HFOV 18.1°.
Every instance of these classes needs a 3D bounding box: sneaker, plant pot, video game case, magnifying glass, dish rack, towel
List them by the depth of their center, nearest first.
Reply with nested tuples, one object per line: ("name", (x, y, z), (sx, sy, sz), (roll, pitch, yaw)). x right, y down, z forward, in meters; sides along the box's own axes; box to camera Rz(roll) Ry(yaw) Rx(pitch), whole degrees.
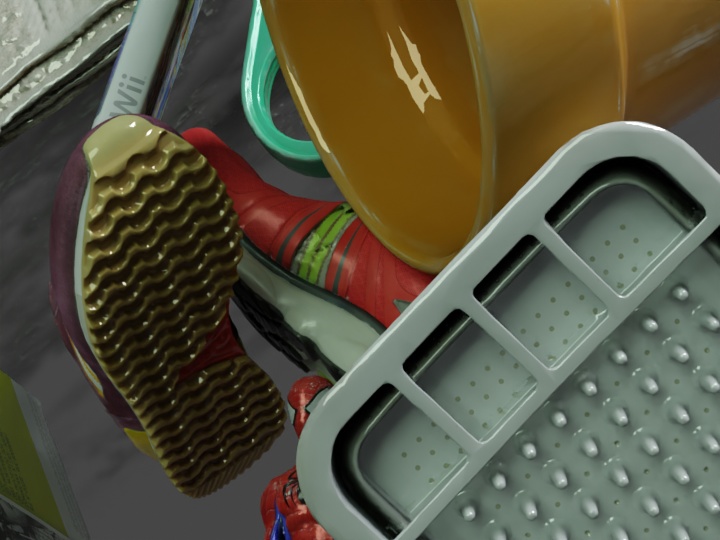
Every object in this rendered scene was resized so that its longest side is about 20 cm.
("dish rack", (0.096, 0.067, 0.754), (0.200, 0.044, 0.172), (43, 94, -7))
("plant pot", (0.077, -0.122, 0.820), (0.182, 0.201, 0.201), (-20, 53, -18))
("sneaker", (-0.090, 0.004, 0.849), (0.075, 0.201, 0.090), (-35, 55, -20))
("sneaker", (0.000, 0.000, 0.890), (0.085, 0.077, 0.200), (-44, 60, -11))
("video game case", (-0.074, -0.115, 0.914), (0.018, 0.143, 0.201), (18, 71, -4))
("magnifying glass", (-0.029, -0.126, 0.987), (0.079, 0.022, 0.201), (-28, 54, 14))
("towel", (-0.166, -0.158, 1.069), (0.132, 0.034, 0.200), (-36, 55, 7))

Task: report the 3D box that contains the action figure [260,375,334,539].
("action figure", (-0.011, 0.135, 0.823), (0.065, 0.052, 0.201), (-15, 66, 27))

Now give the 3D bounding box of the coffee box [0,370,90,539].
("coffee box", (-0.228, 0.126, 0.846), (0.199, 0.198, 0.200), (-36, 46, 9))
